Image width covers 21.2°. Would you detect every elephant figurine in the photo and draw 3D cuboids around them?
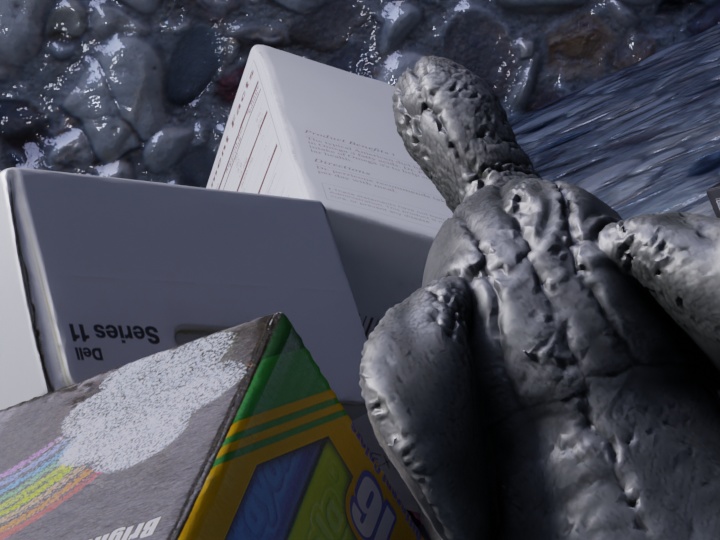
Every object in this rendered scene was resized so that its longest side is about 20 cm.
[{"bbox_3d":[0.057,0.038,0.507,0.141,0.200,0.155,-29,8,-38],"label":"elephant figurine"}]

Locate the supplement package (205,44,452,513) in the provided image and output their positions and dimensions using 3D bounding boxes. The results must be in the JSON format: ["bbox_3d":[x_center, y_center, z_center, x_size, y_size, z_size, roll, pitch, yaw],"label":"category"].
[{"bbox_3d":[0.000,0.000,0.812,0.117,0.117,0.200,15,21,-14],"label":"supplement package"}]

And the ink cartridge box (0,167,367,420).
[{"bbox_3d":[-0.114,0.046,0.679,0.147,0.083,0.200,5,-27,-47],"label":"ink cartridge box"}]

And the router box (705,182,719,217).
[{"bbox_3d":[0.314,-0.065,1.064,0.157,0.052,0.200,-28,7,-26],"label":"router box"}]

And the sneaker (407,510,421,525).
[{"bbox_3d":[0.019,0.078,0.913,0.095,0.079,0.200,2,16,18],"label":"sneaker"}]

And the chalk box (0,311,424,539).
[{"bbox_3d":[-0.064,0.127,0.485,0.124,0.124,0.200,-19,25,25],"label":"chalk box"}]
